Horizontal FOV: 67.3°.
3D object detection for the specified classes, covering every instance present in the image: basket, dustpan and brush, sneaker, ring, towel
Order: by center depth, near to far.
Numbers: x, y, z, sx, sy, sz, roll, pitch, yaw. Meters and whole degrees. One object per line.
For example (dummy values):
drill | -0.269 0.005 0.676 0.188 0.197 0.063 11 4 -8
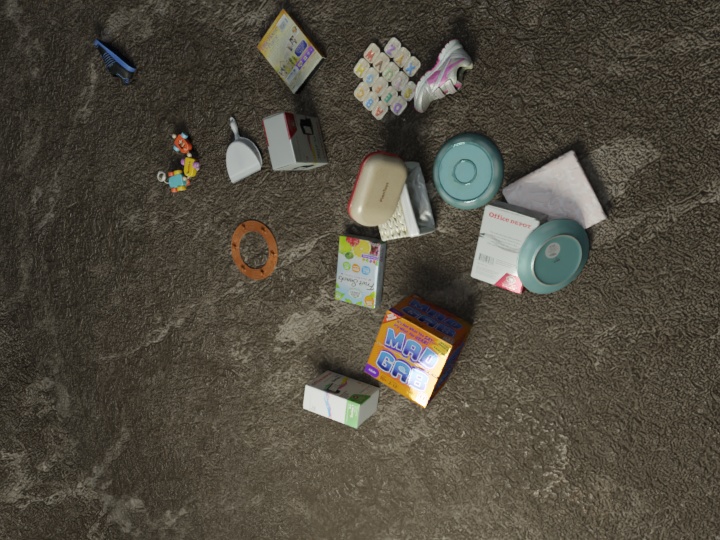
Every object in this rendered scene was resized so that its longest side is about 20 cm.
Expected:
towel | 0.487 -0.170 1.365 0.199 0.032 0.193 -29 87 30
sneaker | 0.216 -0.494 1.415 0.088 0.081 0.201 45 117 15
basket | 0.111 -0.187 1.502 0.122 0.135 0.203 -14 93 31
dustpan and brush | -0.399 -0.407 1.780 0.138 0.057 0.202 -18 98 28
ring | -0.366 -0.068 1.843 0.198 0.019 0.203 6 102 27
sneaker | -0.900 -0.755 1.958 0.200 0.070 0.078 42 109 13

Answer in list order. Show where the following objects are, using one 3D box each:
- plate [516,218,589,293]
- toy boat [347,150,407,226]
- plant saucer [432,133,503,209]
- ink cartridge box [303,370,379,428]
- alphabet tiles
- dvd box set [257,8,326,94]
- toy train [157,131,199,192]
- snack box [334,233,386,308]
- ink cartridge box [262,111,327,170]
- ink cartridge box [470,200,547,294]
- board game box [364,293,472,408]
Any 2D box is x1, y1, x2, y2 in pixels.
plate | 0.478 -0.028 1.330 0.197 0.026 0.203 -6 117 -12
toy boat | 0.030 -0.221 1.416 0.131 0.129 0.202 51 128 51
plant saucer | 0.284 -0.265 1.457 0.198 0.027 0.203 5 102 27
ink cartridge box | -0.060 0.401 1.703 0.198 0.144 0.085 13 105 25
alphabet tiles | 0.071 -0.537 1.521 0.200 0.015 0.196 48 118 11
dvd box set | -0.210 -0.658 1.635 0.146 0.029 0.201 -43 80 28
toy train | -0.627 -0.374 1.902 0.150 0.055 0.201 44 113 15
snack box | 0.000 0.000 1.644 0.141 0.053 0.203 12 106 26
ink cartridge box | -0.187 -0.375 1.585 0.082 0.200 0.148 -11 96 26
ink cartridge box | 0.380 -0.063 1.391 0.144 0.083 0.203 22 117 30
board game box | 0.164 0.217 1.517 0.198 0.199 0.202 27 112 20
